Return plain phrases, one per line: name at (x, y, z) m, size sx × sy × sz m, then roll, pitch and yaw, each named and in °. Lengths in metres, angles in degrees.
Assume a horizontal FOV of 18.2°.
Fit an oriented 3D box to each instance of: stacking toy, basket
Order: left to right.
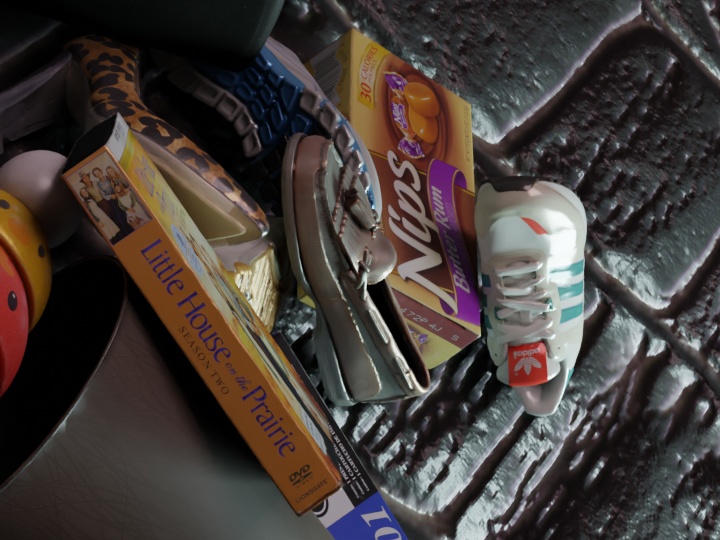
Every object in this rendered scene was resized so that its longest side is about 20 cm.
stacking toy at (-0.197, 0.003, 1.068) m, size 0.146 × 0.146 × 0.200 m, roll 47°, pitch 47°, yaw -12°
basket at (-0.112, 0.121, 1.121) m, size 0.200 × 0.180 × 0.136 m, roll 42°, pitch -1°, yaw -30°

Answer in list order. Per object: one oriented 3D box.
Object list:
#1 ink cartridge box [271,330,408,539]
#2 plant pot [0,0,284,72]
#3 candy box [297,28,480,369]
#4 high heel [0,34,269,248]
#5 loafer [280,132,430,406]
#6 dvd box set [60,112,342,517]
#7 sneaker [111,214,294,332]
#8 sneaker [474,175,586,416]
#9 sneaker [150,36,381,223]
ink cartridge box at (-0.032, 0.142, 1.278) m, size 0.094 × 0.044 × 0.201 m, roll -29°, pitch 87°, yaw -52°
plant pot at (-0.109, -0.250, 1.275) m, size 0.198 × 0.177 × 0.201 m, roll 15°, pitch 77°, yaw -19°
candy box at (0.018, -0.048, 1.472) m, size 0.116 × 0.056 × 0.201 m, roll 30°, pitch 42°, yaw -32°
high heel at (-0.108, -0.079, 1.271) m, size 0.199 × 0.072 × 0.142 m, roll 23°, pitch 34°, yaw 22°
loafer at (0.000, 0.000, 1.320) m, size 0.072 × 0.062 × 0.201 m, roll -73°, pitch 159°, yaw -44°
dvd box set at (-0.078, 0.017, 1.118) m, size 0.201 × 0.029 × 0.146 m, roll 56°, pitch 2°, yaw -10°
sneaker at (-0.094, -0.002, 1.291) m, size 0.087 × 0.076 × 0.200 m, roll 19°, pitch 12°, yaw 13°
sneaker at (0.114, 0.021, 1.456) m, size 0.200 × 0.070 × 0.094 m, roll 75°, pitch 15°, yaw -56°
sneaker at (-0.043, -0.098, 1.408) m, size 0.200 × 0.075 × 0.087 m, roll 52°, pitch 21°, yaw 19°
